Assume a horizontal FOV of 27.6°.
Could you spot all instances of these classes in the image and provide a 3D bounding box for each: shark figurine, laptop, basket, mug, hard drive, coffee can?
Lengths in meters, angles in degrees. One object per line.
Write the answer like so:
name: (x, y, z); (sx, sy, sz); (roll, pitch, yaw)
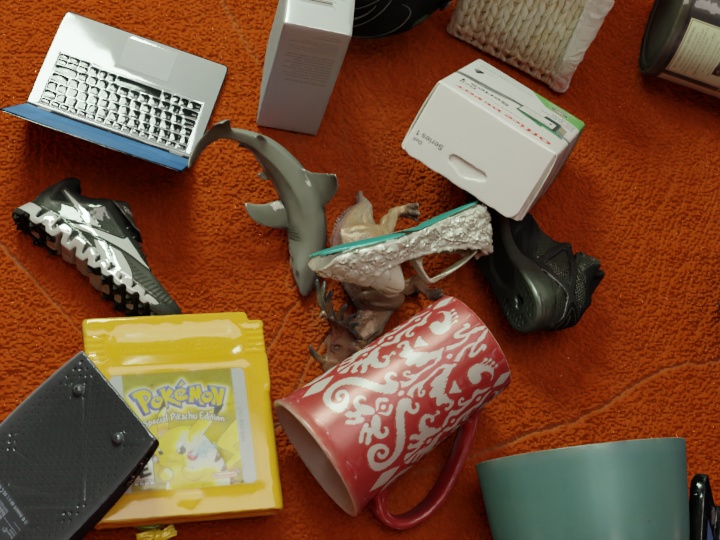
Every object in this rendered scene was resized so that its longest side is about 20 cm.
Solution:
shark figurine: (-0.071, -0.095, 1.481); (0.215, 0.089, 0.128); (54, 49, -27)
laptop: (-0.246, -0.187, 1.506); (0.187, 0.116, 0.201); (19, 64, -4)
basket: (0.215, -0.349, 1.637); (0.160, 0.200, 0.199); (25, 63, 1)
mug: (0.039, 0.137, 1.419); (0.200, 0.178, 0.133); (-35, 49, -15)
hard drive: (-0.281, 0.186, 1.320); (0.200, 0.042, 0.135); (-46, 63, 0)
coffee can: (0.440, -0.264, 1.678); (0.199, 0.146, 0.147); (18, 64, -5)

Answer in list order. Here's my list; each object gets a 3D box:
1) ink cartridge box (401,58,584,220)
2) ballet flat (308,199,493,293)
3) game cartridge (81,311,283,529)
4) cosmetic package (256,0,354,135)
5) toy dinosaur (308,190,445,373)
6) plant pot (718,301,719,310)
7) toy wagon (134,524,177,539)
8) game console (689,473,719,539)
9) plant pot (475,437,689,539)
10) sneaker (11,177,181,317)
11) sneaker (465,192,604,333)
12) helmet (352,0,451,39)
ink cartridge box: (0.143, -0.140, 1.527); (0.146, 0.084, 0.200); (32, 20, 6)
ballet flat: (0.049, -0.014, 1.431); (0.199, 0.072, 0.072); (-18, 71, -22)
game cartridge: (-0.170, 0.138, 1.381); (0.176, 0.032, 0.201); (-3, 69, -14)
cosmetic package: (-0.056, -0.236, 1.523); (0.071, 0.200, 0.102); (10, 65, -9)
toy dinosaur: (0.000, 0.000, 1.492); (0.135, 0.086, 0.201); (-8, 70, -18)
plant pot: (0.512, 0.036, 1.541); (0.200, 0.180, 0.200); (-34, 78, -24)
toy wagon: (-0.217, 0.167, 1.397); (0.155, 0.040, 0.201); (-10, 70, -16)
game console: (0.380, 0.319, 1.423); (0.116, 0.176, 0.201); (0, 62, 18)
plant pot: (0.217, 0.251, 1.377); (0.200, 0.201, 0.162); (-4, 79, -14)
sneaker: (-0.245, -0.024, 1.461); (0.200, 0.067, 0.091); (37, 66, 8)
sneaker: (0.184, -0.017, 1.555); (0.114, 0.076, 0.200); (4, 46, -35)
helmet: (0.005, -0.352, 1.596); (0.200, 0.190, 0.201); (13, 71, -42)
